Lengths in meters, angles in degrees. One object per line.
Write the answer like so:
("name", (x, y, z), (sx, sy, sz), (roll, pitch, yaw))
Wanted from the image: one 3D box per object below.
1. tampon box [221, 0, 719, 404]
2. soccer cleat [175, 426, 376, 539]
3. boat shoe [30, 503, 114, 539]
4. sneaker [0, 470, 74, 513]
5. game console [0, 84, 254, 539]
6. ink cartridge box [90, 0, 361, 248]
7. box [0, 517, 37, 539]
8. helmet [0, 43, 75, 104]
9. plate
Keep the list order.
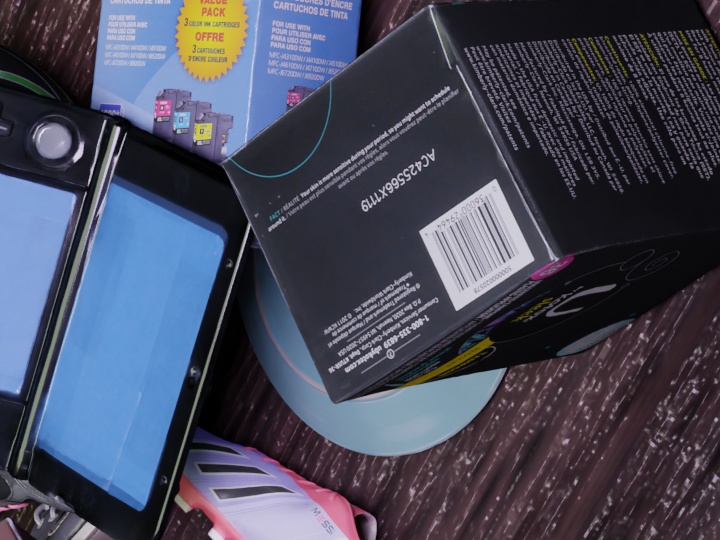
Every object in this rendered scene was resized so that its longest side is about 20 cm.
("tampon box", (0.072, -0.036, 1.154), (0.150, 0.200, 0.126), (-35, 73, 38))
("soccer cleat", (-0.037, 0.138, 1.365), (0.076, 0.067, 0.200), (-42, 52, -6))
("boat shoe", (-0.179, 0.160, 1.471), (0.063, 0.073, 0.200), (54, 128, 20))
("sneaker", (-0.212, 0.112, 1.431), (0.200, 0.079, 0.096), (18, 109, 35))
("game console", (-0.167, 0.019, 1.280), (0.116, 0.176, 0.200), (-133, 59, -72))
("ink cartridge box", (-0.072, -0.114, 1.331), (0.136, 0.076, 0.200), (6, 90, 46))
("box", (-0.169, 0.217, 1.384), (0.075, 0.200, 0.100), (-31, 67, -3))
("helmet", (-0.234, -0.037, 1.418), (0.200, 0.191, 0.200), (-42, 29, 31))
("plate", (0.000, 0.000, 1.333), (0.200, 0.026, 0.200), (5, 98, 40))
